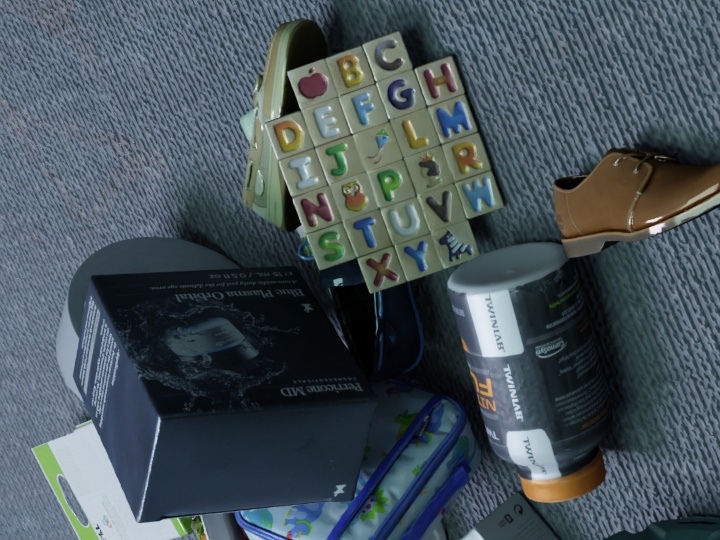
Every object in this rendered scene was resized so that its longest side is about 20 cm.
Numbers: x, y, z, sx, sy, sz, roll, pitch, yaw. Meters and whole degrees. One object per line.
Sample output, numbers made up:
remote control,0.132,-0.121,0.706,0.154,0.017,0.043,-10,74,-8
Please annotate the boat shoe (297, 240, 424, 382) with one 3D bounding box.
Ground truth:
boat shoe,0.000,0.000,1.671,0.084,0.069,0.201,-18,98,46

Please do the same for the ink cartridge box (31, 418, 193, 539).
ink cartridge box,-0.246,0.216,2.068,0.200,0.076,0.148,-23,97,50

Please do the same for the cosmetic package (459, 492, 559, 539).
cosmetic package,0.161,0.310,1.728,0.200,0.071,0.101,49,137,10

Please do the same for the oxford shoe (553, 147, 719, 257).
oxford shoe,0.215,-0.062,1.463,0.200,0.071,0.071,-15,97,49

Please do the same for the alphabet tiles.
alphabet tiles,0.020,-0.088,1.607,0.166,0.006,0.201,-18,102,10

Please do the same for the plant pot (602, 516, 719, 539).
plant pot,0.264,0.313,1.554,0.200,0.200,0.197,1,105,44

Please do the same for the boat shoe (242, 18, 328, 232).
boat shoe,-0.071,-0.128,1.672,0.063,0.073,0.201,25,134,26

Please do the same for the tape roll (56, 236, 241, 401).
tape roll,-0.181,0.062,1.819,0.200,0.200,0.066,41,136,19

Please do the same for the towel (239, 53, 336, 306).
towel,-0.018,-0.074,1.717,0.152,0.023,0.200,-26,92,48

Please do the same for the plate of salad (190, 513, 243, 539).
plate of salad,-0.144,0.246,1.918,0.048,0.200,0.201,-17,104,6

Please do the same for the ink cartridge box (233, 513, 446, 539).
ink cartridge box,-0.017,0.261,1.863,0.200,0.086,0.148,-3,110,47

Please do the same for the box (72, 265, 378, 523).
box,-0.117,0.099,1.646,0.200,0.196,0.118,56,141,46

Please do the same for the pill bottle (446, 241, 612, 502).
pill bottle,0.145,0.086,1.588,0.106,0.106,0.201,0,112,44

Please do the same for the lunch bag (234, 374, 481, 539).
lunch bag,0.002,0.184,1.713,0.160,0.200,0.083,21,150,37
